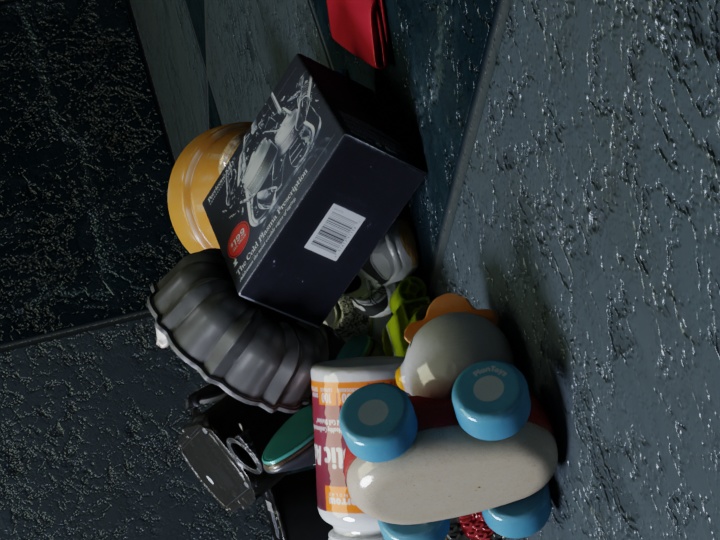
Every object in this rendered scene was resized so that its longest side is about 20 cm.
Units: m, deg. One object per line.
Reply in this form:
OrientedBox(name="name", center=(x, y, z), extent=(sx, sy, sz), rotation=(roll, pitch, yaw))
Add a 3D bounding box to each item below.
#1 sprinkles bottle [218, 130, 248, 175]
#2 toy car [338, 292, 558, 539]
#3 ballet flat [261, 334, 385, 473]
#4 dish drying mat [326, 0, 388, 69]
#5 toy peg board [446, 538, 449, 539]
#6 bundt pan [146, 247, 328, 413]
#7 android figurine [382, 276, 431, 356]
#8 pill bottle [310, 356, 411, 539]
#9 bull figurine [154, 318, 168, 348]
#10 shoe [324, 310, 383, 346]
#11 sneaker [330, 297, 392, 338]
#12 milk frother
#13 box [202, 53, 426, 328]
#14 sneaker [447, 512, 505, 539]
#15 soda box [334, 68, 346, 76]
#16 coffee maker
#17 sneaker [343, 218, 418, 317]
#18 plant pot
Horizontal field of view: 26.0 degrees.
OrientedBox(name="sprinkles bottle", center=(-0.070, -0.084, 1.770), extent=(0.200, 0.068, 0.068), rotation=(35, 150, 23))
OrientedBox(name="toy car", center=(0.068, 0.106, 1.327), extent=(0.185, 0.176, 0.200), rotation=(71, -171, -48))
OrientedBox(name="ballet flat", center=(-0.026, 0.154, 1.626), extent=(0.073, 0.200, 0.073), rotation=(23, 142, 19))
OrientedBox(name="dish drying mat", center=(-0.005, -0.259, 1.603), extent=(0.200, 0.018, 0.077), rotation=(-129, 29, -68))
OrientedBox(name="toy peg board", center=(0.040, 0.258, 1.666), extent=(0.200, 0.098, 0.199), rotation=(59, 167, 7))
OrientedBox(name="bundt pan", center=(-0.114, 0.049, 1.588), extent=(0.076, 0.202, 0.202), rotation=(-53, 34, 18))
OrientedBox(name="android figurine", center=(0.065, 0.102, 1.623), extent=(0.200, 0.041, 0.183), rotation=(112, 143, -71))
OrientedBox(name="pill bottle", center=(0.011, 0.189, 1.534), extent=(0.114, 0.114, 0.201), rotation=(-176, 82, -79))
OrientedBox(name="bull figurine", center=(-0.132, 0.036, 1.727), extent=(0.122, 0.200, 0.065), rotation=(51, 164, -12))
OrientedBox(name="shoe", center=(-0.001, 0.111, 1.860), extent=(0.091, 0.071, 0.200), rotation=(99, 151, -42))
OrientedBox(name="sneaker", center=(-0.023, -0.010, 1.805), extent=(0.077, 0.088, 0.201), rotation=(150, 106, -79))
OrientedBox(name="milk frother", center=(-0.029, 0.233, 1.869), extent=(0.180, 0.187, 0.201), rotation=(-137, 36, -69))
OrientedBox(name="box", center=(-0.053, -0.082, 1.574), extent=(0.200, 0.104, 0.182), rotation=(-55, 32, 18))
OrientedBox(name="sneaker", center=(0.088, 0.173, 1.496), extent=(0.096, 0.079, 0.201), rotation=(-121, 20, -63))
OrientedBox(name="soda box", center=(-0.049, -0.154, 1.819), extent=(0.200, 0.068, 0.064), rotation=(104, 149, -68))
OrientedBox(name="coffee maker", center=(-0.080, 0.164, 1.732), extent=(0.192, 0.200, 0.135), rotation=(0, 123, 57))
OrientedBox(name="sneaker", center=(0.000, 0.000, 1.683), extent=(0.200, 0.087, 0.076), rotation=(110, 145, -66))
OrientedBox(name="plant pot", center=(-0.124, -0.098, 2.002), extent=(0.183, 0.200, 0.201), rotation=(-5, 99, 64))
